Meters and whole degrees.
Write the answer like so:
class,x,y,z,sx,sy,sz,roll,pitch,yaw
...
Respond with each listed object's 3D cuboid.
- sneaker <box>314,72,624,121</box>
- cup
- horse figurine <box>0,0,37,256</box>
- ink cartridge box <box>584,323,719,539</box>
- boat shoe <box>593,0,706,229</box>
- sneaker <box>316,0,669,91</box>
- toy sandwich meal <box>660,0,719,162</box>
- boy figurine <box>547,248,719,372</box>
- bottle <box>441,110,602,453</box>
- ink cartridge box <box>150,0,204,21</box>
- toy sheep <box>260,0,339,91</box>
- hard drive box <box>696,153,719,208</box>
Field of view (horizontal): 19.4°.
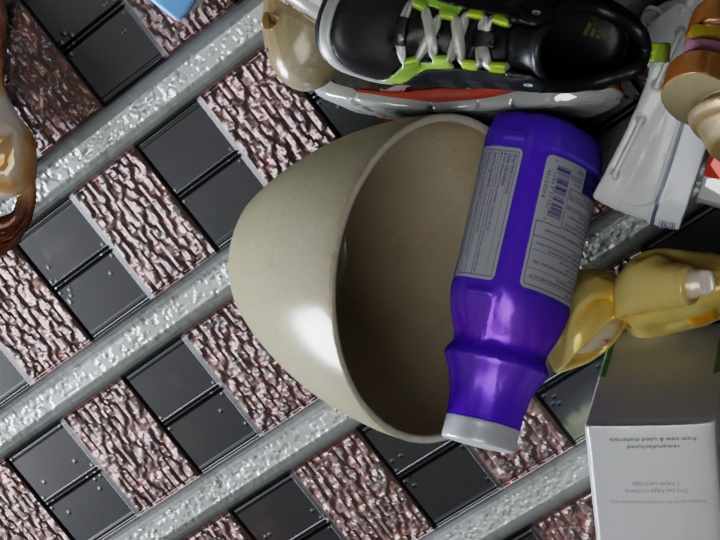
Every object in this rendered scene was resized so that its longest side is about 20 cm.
class,x,y,z,sx,sy,sz,roll,pitch,yaw
sneaker,0.068,-0.136,1.319,0.198,0.077,0.083,0,86,15
cup,0.000,0.000,1.334,0.142,0.200,0.202,6,118,43
horse figurine,-0.272,-0.094,1.426,0.131,0.050,0.202,-21,98,5
ink cartridge box,0.200,0.155,1.352,0.083,0.146,0.202,-3,113,15
boat shoe,0.188,-0.128,1.250,0.065,0.074,0.202,16,92,8
sneaker,0.076,-0.137,1.177,0.198,0.083,0.073,0,100,-14
toy sandwich meal,0.264,-0.093,1.143,0.203,0.205,0.071,5,81,14
boy figurine,0.203,0.018,1.306,0.198,0.124,0.065,-10,79,8
bottle,0.094,0.008,1.282,0.065,0.083,0.202,9,82,33
ink cartridge box,-0.141,-0.276,1.296,0.199,0.084,0.145,38,117,-2
toy sheep,0.007,-0.197,1.263,0.137,0.138,0.201,32,85,0
hard drive box,0.317,-0.094,1.249,0.198,0.077,0.157,16,116,9
